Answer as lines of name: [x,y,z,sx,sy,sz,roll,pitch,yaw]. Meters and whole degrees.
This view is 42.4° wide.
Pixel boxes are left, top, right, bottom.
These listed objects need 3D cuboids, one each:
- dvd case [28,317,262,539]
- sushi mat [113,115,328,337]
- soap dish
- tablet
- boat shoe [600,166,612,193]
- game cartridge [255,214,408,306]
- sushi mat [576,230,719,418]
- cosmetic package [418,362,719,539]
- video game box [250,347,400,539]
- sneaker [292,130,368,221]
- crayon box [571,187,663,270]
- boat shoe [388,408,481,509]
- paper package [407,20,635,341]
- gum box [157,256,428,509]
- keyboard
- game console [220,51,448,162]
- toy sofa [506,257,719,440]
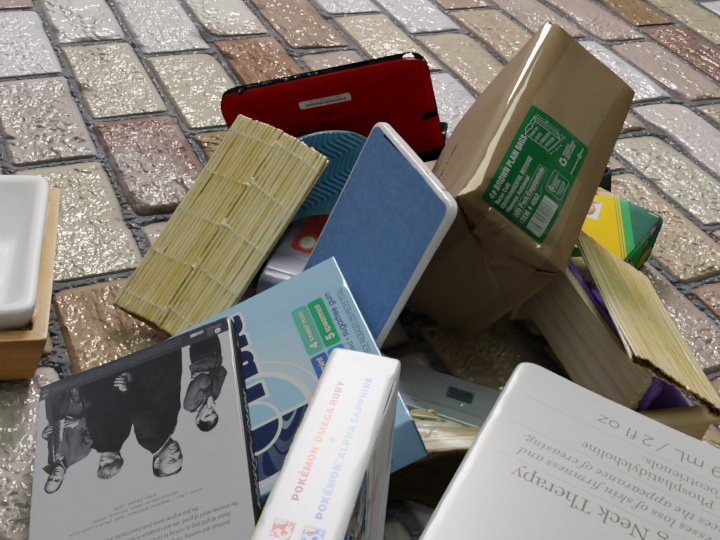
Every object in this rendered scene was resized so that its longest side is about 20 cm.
dvd case: [-0.138,0.131,0.585,0.148,0.025,0.202,-20,45,4]
sushi mat: [-0.116,-0.033,0.784,0.095,0.012,0.202,28,78,20]
soap dish: [-0.324,0.005,0.743,0.154,0.082,0.202,-2,38,-13]
tablet: [0.000,0.000,0.726,0.013,0.202,0.131,9,30,-35]
boat shoe: [0.202,-0.126,1.040,0.074,0.063,0.199,-25,47,-34]
game cartridge: [-0.003,-0.018,0.880,0.131,0.041,0.201,19,38,6]
sushi mat: [0.220,0.035,0.730,0.095,0.012,0.201,33,23,-18]
cosmetic package: [0.113,0.198,0.511,0.165,0.169,0.200,22,40,18]
video game box: [-0.024,0.177,0.484,0.046,0.203,0.183,9,36,8]
sneaker: [-0.077,-0.078,0.865,0.197,0.078,0.081,-22,17,-4]
crayon box: [0.187,-0.049,0.937,0.198,0.059,0.118,29,42,24]
boat shoe: [0.045,0.129,0.669,0.196,0.073,0.066,0,38,-2]
paper package: [0.118,-0.069,0.777,0.103,0.191,0.202,33,62,-5]
gum box: [-0.076,0.097,0.642,0.197,0.045,0.171,-26,43,-2]
keyboard: [0.079,0.108,0.755,0.196,0.011,0.056,17,32,10]
game console: [-0.019,-0.156,0.920,0.196,0.174,0.120,-9,47,10]
toy sofa: [0.205,0.060,0.763,0.081,0.099,0.201,0,37,-22]
